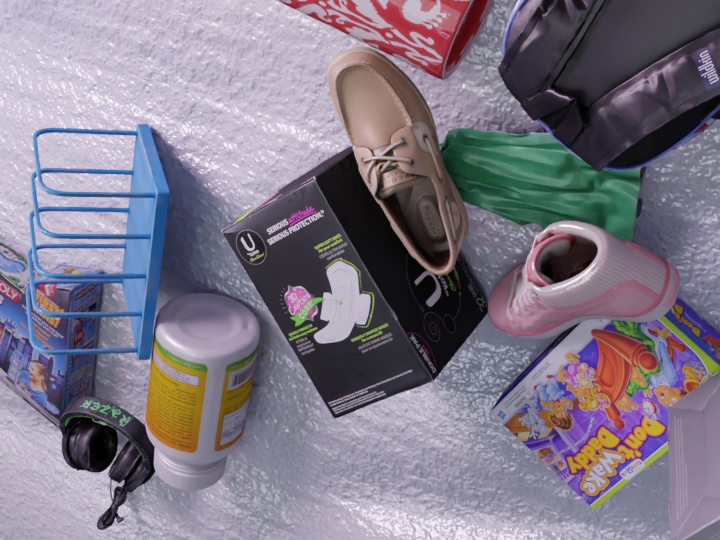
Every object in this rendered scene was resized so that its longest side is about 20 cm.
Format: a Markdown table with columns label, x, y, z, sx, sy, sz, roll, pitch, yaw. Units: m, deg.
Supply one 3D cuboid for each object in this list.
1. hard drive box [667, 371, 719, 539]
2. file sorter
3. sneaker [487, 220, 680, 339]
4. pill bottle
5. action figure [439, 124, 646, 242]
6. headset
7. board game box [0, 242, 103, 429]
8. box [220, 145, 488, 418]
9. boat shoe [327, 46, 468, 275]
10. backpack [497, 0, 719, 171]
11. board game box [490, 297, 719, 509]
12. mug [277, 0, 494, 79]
| label | x | y | z | sx | sy | sz | roll | pitch | yaw |
| --- | --- | --- | --- | --- | --- | --- | --- | --- | --- |
| hard drive box | 0.341 | 0.197 | 0.860 | 0.199 | 0.157 | 0.077 | 37 | 127 | -13 |
| file sorter | -0.273 | -0.029 | 1.104 | 0.139 | 0.121 | 0.202 | -119 | 35 | -50 |
| sneaker | 0.156 | 0.005 | 0.903 | 0.104 | 0.076 | 0.199 | 23 | 161 | -31 |
| pill bottle | -0.175 | 0.136 | 1.175 | 0.110 | 0.111 | 0.202 | 23 | 123 | 17 |
| action figure | 0.141 | -0.083 | 0.925 | 0.198 | 0.055 | 0.119 | 12 | 121 | 19 |
| headset | -0.302 | 0.231 | 1.299 | 0.122 | 0.094 | 0.201 | 20 | 143 | 11 |
| board game box | -0.385 | 0.052 | 1.283 | 0.199 | 0.062 | 0.201 | 36 | 125 | 9 |
| box | 0.000 | 0.000 | 0.986 | 0.124 | 0.148 | 0.201 | -24 | 101 | 36 |
| boat shoe | 0.034 | -0.089 | 0.894 | 0.071 | 0.065 | 0.201 | -24 | 113 | 21 |
| backpack | 0.202 | -0.176 | 0.784 | 0.200 | 0.154 | 0.190 | 49 | 117 | 8 |
| board game box | 0.229 | 0.107 | 0.975 | 0.134 | 0.045 | 0.200 | 42 | 126 | 5 |
| mug | 0.010 | -0.260 | 0.858 | 0.199 | 0.134 | 0.178 | 31 | 146 | 8 |
